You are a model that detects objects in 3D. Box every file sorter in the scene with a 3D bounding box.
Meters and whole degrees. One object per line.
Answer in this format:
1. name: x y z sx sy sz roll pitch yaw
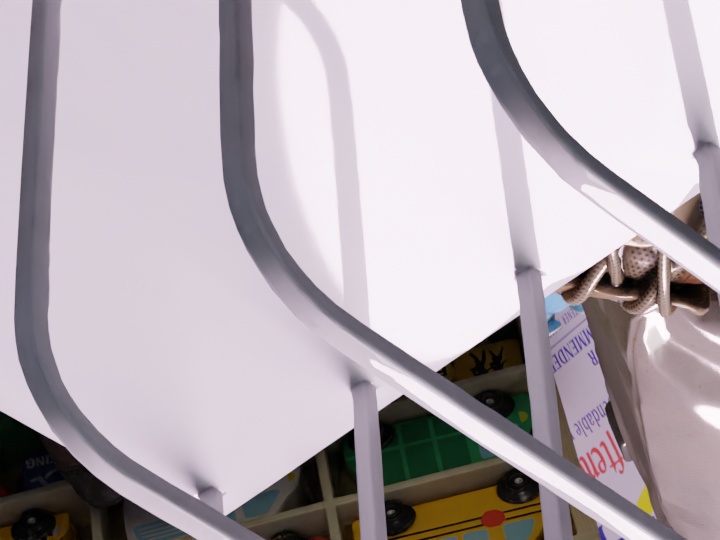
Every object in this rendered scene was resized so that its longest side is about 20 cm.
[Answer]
1. file sorter: -0.008 0.009 0.501 0.200 0.125 0.138 -35 129 30

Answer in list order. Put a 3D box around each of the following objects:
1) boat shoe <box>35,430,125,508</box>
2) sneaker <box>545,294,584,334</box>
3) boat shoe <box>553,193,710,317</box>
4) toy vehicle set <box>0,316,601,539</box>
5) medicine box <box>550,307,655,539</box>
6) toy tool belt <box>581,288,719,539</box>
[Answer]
1. boat shoe: 0.000 0.001 0.791 0.200 0.066 0.072 -25 -156 -8
2. sneaker: 0.023 0.022 0.954 0.130 0.080 0.200 -28 163 -19
3. boat shoe: 0.060 -0.028 0.633 0.199 0.072 0.076 -27 160 -20
4. toy vehicle set: -0.039 0.066 0.796 0.199 0.125 0.027 -14 128 0
5. medicine box: 0.126 0.046 1.075 0.103 0.201 0.182 -27 170 -26
6. toy tool belt: 0.129 0.027 0.761 0.122 0.125 0.200 -21 139 0
